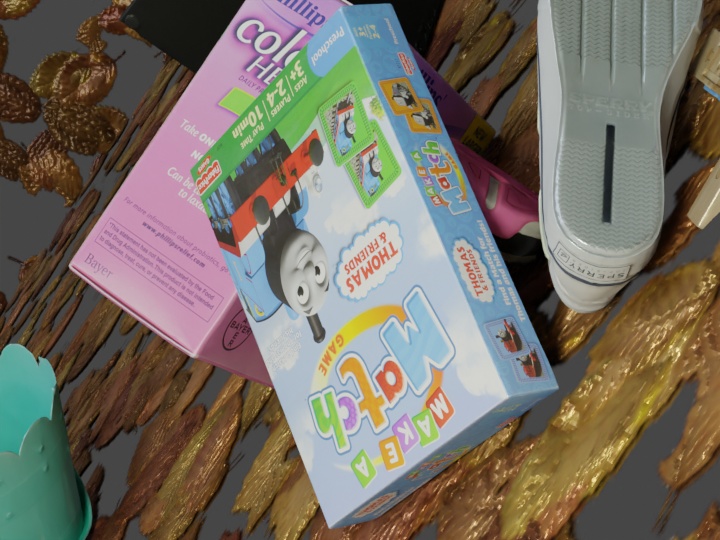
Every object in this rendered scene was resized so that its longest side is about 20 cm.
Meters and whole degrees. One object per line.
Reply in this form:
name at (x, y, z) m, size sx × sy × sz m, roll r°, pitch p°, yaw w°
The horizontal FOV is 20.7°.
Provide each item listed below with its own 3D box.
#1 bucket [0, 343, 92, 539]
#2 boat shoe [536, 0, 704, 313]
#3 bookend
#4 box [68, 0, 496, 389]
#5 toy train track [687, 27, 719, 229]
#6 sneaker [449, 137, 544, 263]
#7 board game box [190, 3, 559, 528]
bucket at (-0.305, 0.160, 1.473) m, size 0.207 × 0.135 × 0.207 m, roll -9°, pitch 29°, yaw 5°
boat shoe at (0.105, -0.076, 0.879) m, size 0.067 × 0.074 × 0.200 m, roll 106°, pitch 179°, yaw -61°
bookend at (-0.048, -0.211, 1.469) m, size 0.092 × 0.200 × 0.199 m, roll -44°, pitch 19°, yaw 39°
box at (-0.037, -0.042, 1.106) m, size 0.200 × 0.097 × 0.176 m, roll -57°, pitch -23°, yaw 0°
toy train track at (0.169, -0.071, 0.799) m, size 0.115 × 0.033 × 0.200 m, roll -61°, pitch 7°, yaw 11°
sneaker at (0.044, -0.014, 0.997) m, size 0.087 × 0.074 × 0.200 m, roll -56°, pitch 9°, yaw 0°
board game box at (0.000, 0.000, 0.928) m, size 0.151 × 0.037 × 0.200 m, roll -42°, pitch 64°, yaw 45°
